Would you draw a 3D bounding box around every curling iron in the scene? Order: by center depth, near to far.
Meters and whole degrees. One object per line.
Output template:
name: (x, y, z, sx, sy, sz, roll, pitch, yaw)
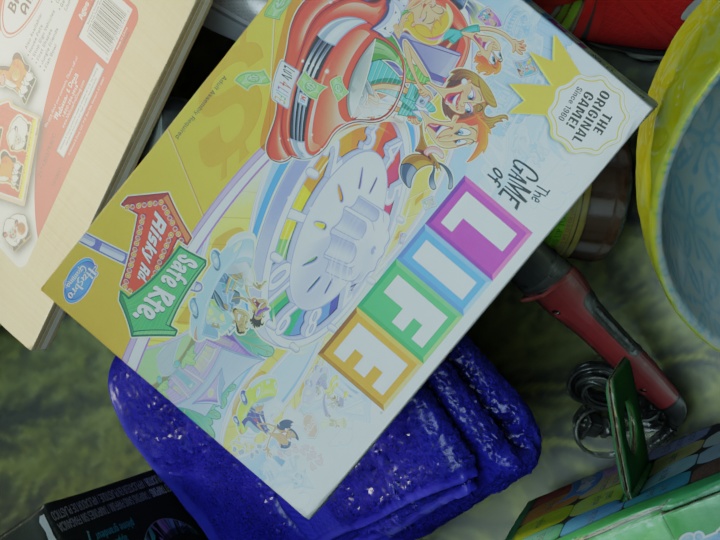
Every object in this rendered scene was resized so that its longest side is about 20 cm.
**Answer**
curling iron: (0.071, 0.012, 1.003, 0.050, 0.026, 0.200, -30, 125, 17)

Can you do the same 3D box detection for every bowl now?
bowl: (0.191, -0.066, 0.969, 0.200, 0.200, 0.108, -43, 37, 15)

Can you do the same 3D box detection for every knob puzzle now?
knob puzzle: (-0.150, -0.094, 1.034, 0.220, 0.030, 0.220, 1, 92, 41)

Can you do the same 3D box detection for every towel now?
towel: (-0.025, 0.062, 1.019, 0.148, 0.050, 0.200, 48, 144, -1)

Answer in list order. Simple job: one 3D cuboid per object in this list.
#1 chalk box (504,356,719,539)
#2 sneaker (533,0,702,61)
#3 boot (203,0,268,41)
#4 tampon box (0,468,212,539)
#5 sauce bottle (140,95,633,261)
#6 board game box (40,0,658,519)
chalk box: (0.133, 0.135, 0.989, 0.124, 0.125, 0.200, -25, 92, 16)
sneaker: (0.088, -0.125, 1.022, 0.200, 0.085, 0.077, 1, 94, 18)
boot: (0.007, -0.114, 0.957, 0.200, 0.096, 0.074, 23, 61, 8)
tampon box: (-0.099, 0.206, 1.064, 0.126, 0.150, 0.200, -35, 82, 18)
sauce bottle: (0.010, -0.041, 1.012, 0.200, 0.065, 0.065, 4, 95, -15)
board game box: (-0.005, -0.027, 0.914, 0.134, 0.034, 0.200, 40, 101, 4)
